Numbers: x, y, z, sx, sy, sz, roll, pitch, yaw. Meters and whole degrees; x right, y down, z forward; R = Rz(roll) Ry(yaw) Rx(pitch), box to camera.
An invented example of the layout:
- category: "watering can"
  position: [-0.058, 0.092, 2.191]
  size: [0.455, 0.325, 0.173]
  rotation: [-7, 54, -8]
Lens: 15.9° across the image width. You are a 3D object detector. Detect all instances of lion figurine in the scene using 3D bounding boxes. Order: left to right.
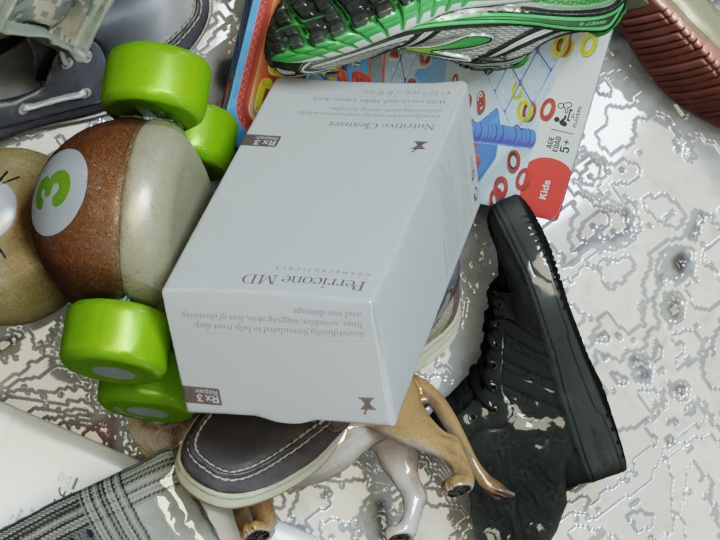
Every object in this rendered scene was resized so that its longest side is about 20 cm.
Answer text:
- category: "lion figurine"
  position: [-0.024, 0.090, 1.392]
  size: [0.199, 0.073, 0.123]
  rotation: [-7, 57, -8]

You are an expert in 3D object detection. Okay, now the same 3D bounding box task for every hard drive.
- category: "hard drive"
  position: [-0.140, 0.168, 1.409]
  size: [0.199, 0.027, 0.133]
  rotation: [24, 83, -5]

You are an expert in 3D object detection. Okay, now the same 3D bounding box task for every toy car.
- category: "toy car"
  position: [-0.177, -0.023, 1.325]
  size: [0.199, 0.158, 0.165]
  rotation: [5, 74, 9]

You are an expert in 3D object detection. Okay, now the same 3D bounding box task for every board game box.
- category: "board game box"
  position: [0.038, -0.146, 1.401]
  size: [0.194, 0.056, 0.201]
  rotation: [12, 108, -7]

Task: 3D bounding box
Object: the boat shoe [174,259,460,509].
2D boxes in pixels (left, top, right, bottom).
- category: "boat shoe"
  position: [-0.019, 0.047, 1.341]
  size: [0.072, 0.065, 0.200]
  rotation: [38, 55, 25]

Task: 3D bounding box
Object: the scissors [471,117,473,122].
- category: "scissors"
  position: [0.000, 0.000, 1.414]
  size: [0.200, 0.014, 0.073]
  rotation: [-36, 95, 10]

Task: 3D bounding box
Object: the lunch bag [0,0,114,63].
- category: "lunch bag"
  position: [-0.178, -0.238, 1.327]
  size: [0.163, 0.117, 0.201]
  rotation: [30, 97, 20]

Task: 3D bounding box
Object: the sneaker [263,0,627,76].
- category: "sneaker"
  position: [0.045, -0.130, 1.338]
  size: [0.199, 0.078, 0.085]
  rotation: [-12, 130, 11]

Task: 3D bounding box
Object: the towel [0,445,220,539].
- category: "towel"
  position: [-0.136, 0.220, 1.365]
  size: [0.192, 0.035, 0.201]
  rotation: [-26, 99, 9]

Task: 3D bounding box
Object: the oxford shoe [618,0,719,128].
- category: "oxford shoe"
  position: [0.223, -0.115, 1.450]
  size: [0.200, 0.071, 0.074]
  rotation: [39, 75, -24]

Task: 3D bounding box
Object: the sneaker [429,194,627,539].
- category: "sneaker"
  position: [0.078, 0.067, 1.414]
  size: [0.104, 0.060, 0.201]
  rotation: [-20, 102, 8]

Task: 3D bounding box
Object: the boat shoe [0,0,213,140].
- category: "boat shoe"
  position: [-0.170, -0.114, 1.402]
  size: [0.199, 0.063, 0.073]
  rotation: [-24, 90, -9]

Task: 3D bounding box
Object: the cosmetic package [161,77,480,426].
- category: "cosmetic package"
  position: [-0.015, -0.013, 1.298]
  size: [0.112, 0.200, 0.082]
  rotation: [2, 124, 15]
